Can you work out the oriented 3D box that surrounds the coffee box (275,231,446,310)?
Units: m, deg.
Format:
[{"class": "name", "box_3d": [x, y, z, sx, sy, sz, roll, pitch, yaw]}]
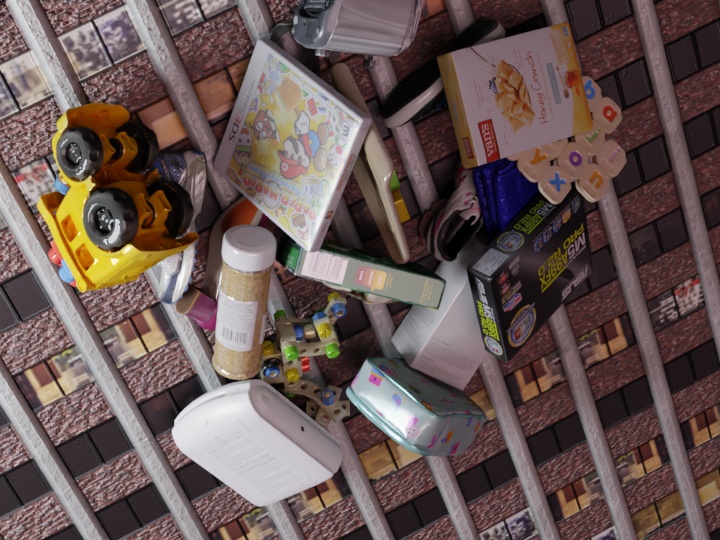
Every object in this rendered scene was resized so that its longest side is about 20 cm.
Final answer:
[{"class": "coffee box", "box_3d": [0.000, 0.000, 1.688, 0.197, 0.123, 0.045, 13, 96, -18]}]

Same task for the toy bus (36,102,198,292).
[{"class": "toy bus", "box_3d": [-0.320, -0.072, 1.597, 0.191, 0.202, 0.135, -34, 170, 32]}]

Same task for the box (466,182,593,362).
[{"class": "box", "box_3d": [0.230, -0.002, 1.768, 0.200, 0.044, 0.162, -43, 138, -25]}]

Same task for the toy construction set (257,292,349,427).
[{"class": "toy construction set", "box_3d": [-0.074, 0.125, 1.801, 0.129, 0.093, 0.202, -15, 129, -11]}]

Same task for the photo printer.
[{"class": "photo printer", "box_3d": [-0.147, 0.232, 1.814, 0.165, 0.070, 0.200, -28, 126, 32]}]

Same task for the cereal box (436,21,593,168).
[{"class": "cereal box", "box_3d": [0.198, -0.224, 1.679, 0.198, 0.039, 0.146, -20, 98, -31]}]

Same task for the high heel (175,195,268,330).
[{"class": "high heel", "box_3d": [-0.161, -0.014, 1.741, 0.201, 0.067, 0.096, -52, 144, 7]}]

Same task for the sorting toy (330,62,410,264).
[{"class": "sorting toy", "box_3d": [0.019, -0.131, 1.627, 0.036, 0.187, 0.201, -20, 148, -5]}]

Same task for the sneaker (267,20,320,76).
[{"class": "sneaker", "box_3d": [-0.077, -0.208, 1.654, 0.074, 0.079, 0.203, -9, 116, -13]}]

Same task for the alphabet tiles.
[{"class": "alphabet tiles", "box_3d": [0.262, -0.186, 1.748, 0.200, 0.015, 0.196, 43, 60, -7]}]

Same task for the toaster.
[{"class": "toaster", "box_3d": [0.004, -0.349, 1.590, 0.127, 0.113, 0.203, 9, 95, -28]}]

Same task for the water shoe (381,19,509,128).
[{"class": "water shoe", "box_3d": [0.119, -0.236, 1.714, 0.199, 0.072, 0.079, -39, 119, 1]}]

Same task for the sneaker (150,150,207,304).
[{"class": "sneaker", "box_3d": [-0.247, -0.057, 1.677, 0.084, 0.077, 0.203, 6, 105, -12]}]

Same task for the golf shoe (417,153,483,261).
[{"class": "golf shoe", "box_3d": [0.156, -0.101, 1.784, 0.072, 0.092, 0.202, 23, 104, -25]}]

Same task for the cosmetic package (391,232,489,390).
[{"class": "cosmetic package", "box_3d": [0.146, 0.054, 1.859, 0.107, 0.085, 0.201, 27, 103, -30]}]

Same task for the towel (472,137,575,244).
[{"class": "towel", "box_3d": [0.236, -0.126, 1.778, 0.199, 0.049, 0.149, -40, 126, -31]}]

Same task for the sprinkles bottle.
[{"class": "sprinkles bottle", "box_3d": [-0.150, 0.042, 1.691, 0.067, 0.069, 0.202, -3, 126, -18]}]

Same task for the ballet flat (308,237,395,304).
[{"class": "ballet flat", "box_3d": [-0.007, 0.012, 1.792, 0.198, 0.072, 0.073, 22, 106, -28]}]

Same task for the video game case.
[{"class": "video game case", "box_3d": [-0.088, -0.153, 1.603, 0.023, 0.200, 0.184, -8, 129, -48]}]

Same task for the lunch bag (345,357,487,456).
[{"class": "lunch bag", "box_3d": [0.077, 0.185, 1.833, 0.078, 0.160, 0.199, -59, 153, 10]}]
